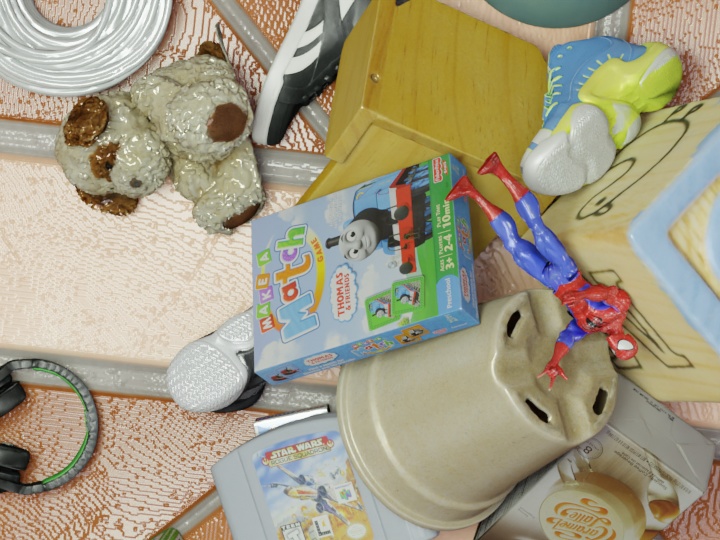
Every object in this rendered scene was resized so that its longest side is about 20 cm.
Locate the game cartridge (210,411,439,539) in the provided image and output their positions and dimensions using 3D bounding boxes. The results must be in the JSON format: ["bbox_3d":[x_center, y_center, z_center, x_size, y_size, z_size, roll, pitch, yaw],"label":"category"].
[{"bbox_3d":[-0.037,0.199,1.744,0.200,0.042,0.133,-18,96,26],"label":"game cartridge"}]

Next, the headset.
[{"bbox_3d":[-0.344,0.146,1.786,0.200,0.094,0.124,-5,90,-14],"label":"headset"}]

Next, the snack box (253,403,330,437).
[{"bbox_3d":[-0.044,0.229,1.796,0.072,0.024,0.200,-12,94,4],"label":"snack box"}]

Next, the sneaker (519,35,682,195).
[{"bbox_3d":[0.185,-0.139,1.677,0.200,0.105,0.076,-37,136,-30],"label":"sneaker"}]

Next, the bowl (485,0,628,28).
[{"bbox_3d":[0.178,-0.317,1.709,0.200,0.105,0.201,0,95,0],"label":"bowl"}]

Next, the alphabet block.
[{"bbox_3d":[0.290,-0.016,1.642,0.195,0.200,0.196,-44,104,-20],"label":"alphabet block"}]

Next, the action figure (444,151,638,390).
[{"bbox_3d":[0.145,0.010,1.548,0.200,0.099,0.065,45,131,-7],"label":"action figure"}]

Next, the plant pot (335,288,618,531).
[{"bbox_3d":[0.113,0.104,1.646,0.200,0.183,0.201,15,63,-32],"label":"plant pot"}]

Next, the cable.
[{"bbox_3d":[-0.266,-0.255,1.742,0.200,0.069,0.200,-40,94,3],"label":"cable"}]

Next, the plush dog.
[{"bbox_3d":[-0.188,-0.123,1.716,0.171,0.200,0.161,-17,61,-7],"label":"plush dog"}]

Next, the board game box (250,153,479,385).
[{"bbox_3d":[0.000,0.000,1.636,0.200,0.037,0.152,-19,58,25],"label":"board game box"}]

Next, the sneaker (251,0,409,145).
[{"bbox_3d":[-0.015,-0.190,1.738,0.112,0.073,0.200,23,93,1],"label":"sneaker"}]

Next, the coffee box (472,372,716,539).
[{"bbox_3d":[0.205,0.201,1.713,0.114,0.080,0.200,36,125,-5],"label":"coffee box"}]

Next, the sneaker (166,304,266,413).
[{"bbox_3d":[-0.082,0.067,1.745,0.200,0.114,0.076,-28,82,-8],"label":"sneaker"}]

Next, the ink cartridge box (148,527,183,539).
[{"bbox_3d":[-0.183,0.362,1.784,0.148,0.076,0.200,-33,92,4],"label":"ink cartridge box"}]

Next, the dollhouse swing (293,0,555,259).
[{"bbox_3d":[0.053,-0.111,1.734,0.200,0.176,0.182,21,59,-21],"label":"dollhouse swing"}]
